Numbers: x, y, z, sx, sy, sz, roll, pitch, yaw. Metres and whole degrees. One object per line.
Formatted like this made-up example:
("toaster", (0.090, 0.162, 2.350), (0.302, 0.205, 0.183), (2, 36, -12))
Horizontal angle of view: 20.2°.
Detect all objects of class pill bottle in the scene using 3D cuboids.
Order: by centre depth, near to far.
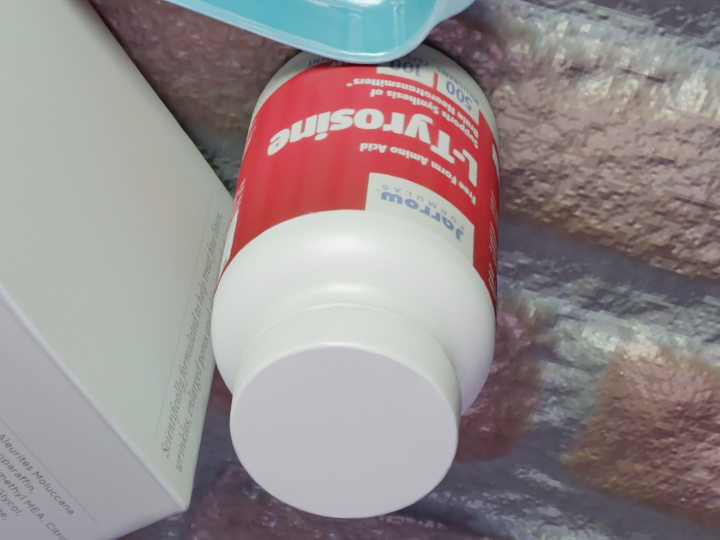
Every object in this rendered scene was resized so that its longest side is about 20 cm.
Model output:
("pill bottle", (0.000, 0.000, 0.814), (0.111, 0.201, 0.113), (2, 127, 3))

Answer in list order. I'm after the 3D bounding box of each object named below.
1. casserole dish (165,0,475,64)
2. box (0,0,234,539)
("casserole dish", (-0.040, -0.158, 0.803), (0.199, 0.039, 0.122), (19, 126, -8))
("box", (-0.160, -0.011, 0.820), (0.130, 0.200, 0.200), (-23, 121, 21))
